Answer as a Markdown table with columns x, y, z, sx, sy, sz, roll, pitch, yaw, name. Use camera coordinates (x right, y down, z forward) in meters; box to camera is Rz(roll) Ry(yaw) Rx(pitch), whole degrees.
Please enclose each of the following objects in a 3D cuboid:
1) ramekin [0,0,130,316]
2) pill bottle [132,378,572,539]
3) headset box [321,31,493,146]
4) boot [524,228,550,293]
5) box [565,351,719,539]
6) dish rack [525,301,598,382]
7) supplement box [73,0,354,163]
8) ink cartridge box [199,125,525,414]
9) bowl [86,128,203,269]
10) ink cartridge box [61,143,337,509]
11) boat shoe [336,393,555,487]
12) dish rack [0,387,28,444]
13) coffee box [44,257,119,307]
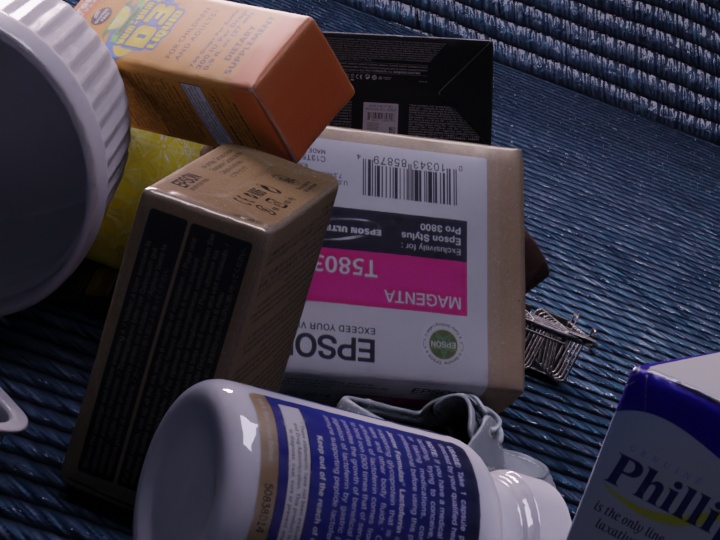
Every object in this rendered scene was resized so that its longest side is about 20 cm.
| x | y | z | sx | sy | sz | roll | pitch | yaw | name |
| --- | --- | --- | --- | --- | --- | --- | --- | --- | --- |
| -0.231 | -0.083 | 1.489 | 0.199 | 0.201 | 0.105 | 23 | 30 | 5 | ramekin |
| -0.002 | 0.129 | 1.232 | 0.199 | 0.116 | 0.116 | 15 | 14 | -26 | pill bottle |
| 0.000 | -0.109 | 1.684 | 0.147 | 0.076 | 0.200 | 2 | -3 | -7 | headset box |
| 0.009 | -0.015 | 1.644 | 0.200 | 0.166 | 0.072 | 47 | -19 | -7 | boot |
| 0.175 | 0.150 | 1.246 | 0.105 | 0.201 | 0.184 | 26 | 13 | 24 | box |
| 0.098 | 0.038 | 1.855 | 0.152 | 0.055 | 0.200 | 20 | 2 | -4 | dish rack |
| -0.101 | -0.122 | 1.513 | 0.199 | 0.067 | 0.069 | 13 | -34 | 44 | supplement box |
| 0.000 | 0.000 | 1.557 | 0.199 | 0.166 | 0.075 | 5 | -19 | -17 | ink cartridge box |
| -0.164 | -0.098 | 1.660 | 0.199 | 0.108 | 0.200 | 27 | 22 | -12 | bowl |
| -0.083 | 0.029 | 1.362 | 0.075 | 0.166 | 0.200 | 19 | 12 | 6 | ink cartridge box |
| 0.054 | 0.111 | 1.504 | 0.200 | 0.072 | 0.070 | 10 | 17 | -44 | boat shoe |
| -0.282 | 0.049 | 1.258 | 0.199 | 0.044 | 0.171 | 12 | 15 | -37 | dish rack |
| -0.195 | -0.028 | 1.673 | 0.199 | 0.044 | 0.123 | 9 | 32 | -46 | coffee box |
